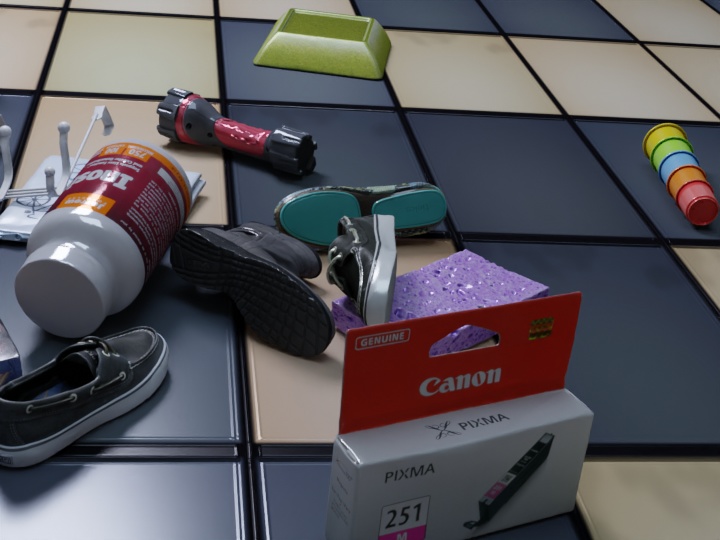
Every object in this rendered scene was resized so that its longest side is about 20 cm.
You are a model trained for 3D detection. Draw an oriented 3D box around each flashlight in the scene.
[{"bbox_3d":[-0.153,-0.170,1.461,0.199,0.068,0.068,18,29,23],"label":"flashlight"}]

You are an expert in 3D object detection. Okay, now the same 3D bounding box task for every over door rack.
[{"bbox_3d":[-0.377,-0.140,1.320,0.147,0.067,0.200,-3,29,9],"label":"over door rack"}]

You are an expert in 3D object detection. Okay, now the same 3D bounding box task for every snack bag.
[{"bbox_3d":[-0.281,-0.068,1.292,0.188,0.021,0.200,8,31,4],"label":"snack bag"}]

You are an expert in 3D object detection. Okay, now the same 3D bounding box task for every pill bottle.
[{"bbox_3d":[-0.240,-0.031,1.116,0.112,0.113,0.200,10,36,8],"label":"pill bottle"}]

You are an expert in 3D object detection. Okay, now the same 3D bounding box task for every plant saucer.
[{"bbox_3d":[-0.054,-0.364,1.869,0.199,0.048,0.200,8,28,2],"label":"plant saucer"}]

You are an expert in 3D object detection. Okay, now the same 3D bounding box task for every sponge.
[{"bbox_3d":[0.080,0.035,1.160,0.200,0.030,0.111,-21,37,-40],"label":"sponge"}]

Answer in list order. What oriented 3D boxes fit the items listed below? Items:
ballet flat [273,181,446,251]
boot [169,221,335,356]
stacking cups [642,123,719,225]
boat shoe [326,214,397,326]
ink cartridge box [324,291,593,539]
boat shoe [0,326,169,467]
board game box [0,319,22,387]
[{"bbox_3d":[-0.005,-0.059,1.300,0.199,0.075,0.074,-3,29,-20],"label":"ballet flat"},{"bbox_3d":[-0.074,0.005,1.151,0.200,0.070,0.131,36,25,25],"label":"boot"},{"bbox_3d":[0.408,-0.116,1.494,0.060,0.061,0.200,3,32,-5],"label":"stacking cups"},{"bbox_3d":[0.000,0.000,1.112,0.063,0.071,0.200,5,20,-2],"label":"boat shoe"},{"bbox_3d":[0.078,0.113,0.855,0.199,0.174,0.044,-8,31,-25],"label":"ink cartridge box"},{"bbox_3d":[-0.223,0.088,0.967,0.068,0.057,0.200,18,30,22],"label":"boat shoe"},{"bbox_3d":[-0.397,0.071,0.987,0.199,0.035,0.135,-11,32,-29],"label":"board game box"}]
